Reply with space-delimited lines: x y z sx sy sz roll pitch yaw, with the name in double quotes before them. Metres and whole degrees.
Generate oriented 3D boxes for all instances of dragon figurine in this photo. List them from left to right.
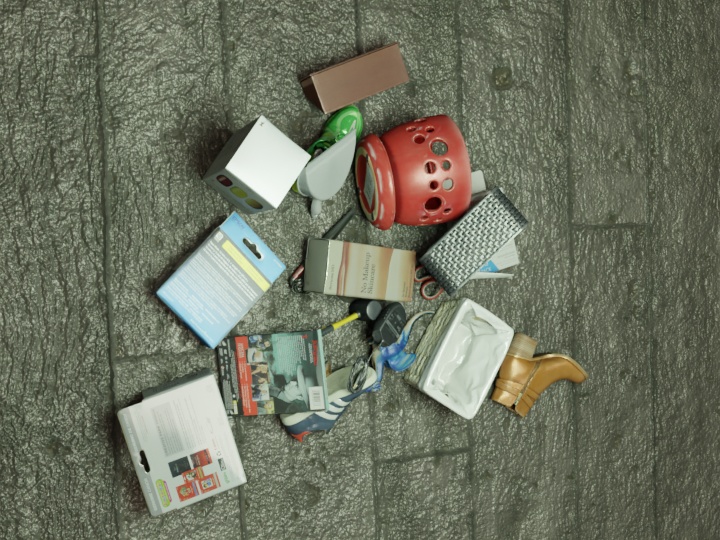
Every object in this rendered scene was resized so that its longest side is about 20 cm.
"dragon figurine" 0.071 0.161 1.557 0.198 0.059 0.101 -31 102 -18

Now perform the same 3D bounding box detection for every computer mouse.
"computer mouse" 0.025 0.142 1.479 0.201 0.034 0.059 -55 130 -26

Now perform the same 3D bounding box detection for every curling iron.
"curling iron" -0.070 -0.037 1.516 0.049 0.025 0.202 42 73 -30

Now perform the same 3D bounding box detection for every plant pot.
"plant pot" 0.091 -0.181 1.492 0.179 0.200 0.205 -10 94 -14

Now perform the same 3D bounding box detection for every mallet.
"mallet" -0.042 0.103 1.477 0.198 0.065 0.042 -27 103 -40

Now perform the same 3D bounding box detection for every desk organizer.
"desk organizer" -0.010 -0.364 1.512 0.197 0.071 0.078 -26 102 -20

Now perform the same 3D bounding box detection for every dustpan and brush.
"dustpan and brush" -0.069 -0.158 1.435 0.139 0.057 0.202 -42 150 -32

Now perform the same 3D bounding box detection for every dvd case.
"dvd case" -0.159 0.186 1.425 0.196 0.022 0.149 -6 93 15

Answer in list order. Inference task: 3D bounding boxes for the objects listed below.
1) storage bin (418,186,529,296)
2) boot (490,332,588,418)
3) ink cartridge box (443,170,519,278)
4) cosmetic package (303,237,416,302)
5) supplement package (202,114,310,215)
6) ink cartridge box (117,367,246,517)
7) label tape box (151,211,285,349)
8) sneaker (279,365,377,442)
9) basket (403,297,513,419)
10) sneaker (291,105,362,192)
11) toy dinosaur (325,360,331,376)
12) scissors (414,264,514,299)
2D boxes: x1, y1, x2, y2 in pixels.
"storage bin" 0.213 -0.056 1.499 0.200 0.135 0.094 -43 87 8
"boot" 0.376 0.241 1.679 0.197 0.074 0.157 25 80 -8
"ink cartridge box" 0.241 -0.097 1.619 0.113 0.068 0.204 -17 97 -20
"cosmetic package" 0.000 0.000 1.494 0.197 0.087 0.106 5 91 -31
"supplement package" -0.184 -0.177 1.372 0.113 0.199 0.111 37 78 -17
"ink cartridge box" -0.312 0.298 1.384 0.172 0.084 0.204 -18 97 -15
"label tape box" -0.252 0.017 1.420 0.144 0.066 0.201 47 72 -16
"sneaker" -0.052 0.255 1.497 0.197 0.075 0.086 -26 117 -3
"basket" 0.189 0.171 1.572 0.134 0.123 0.203 32 78 -19
"sneaker" -0.056 -0.225 1.487 0.074 0.083 0.201 42 76 -17
"toy dinosaur" -0.140 0.188 1.470 0.196 0.060 0.109 -12 96 -22
"scissors" 0.203 0.004 1.578 0.196 0.014 0.075 -15 96 14
